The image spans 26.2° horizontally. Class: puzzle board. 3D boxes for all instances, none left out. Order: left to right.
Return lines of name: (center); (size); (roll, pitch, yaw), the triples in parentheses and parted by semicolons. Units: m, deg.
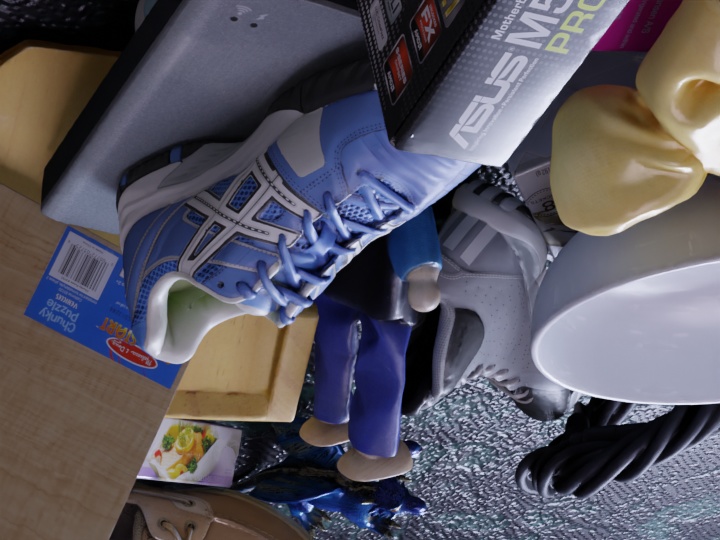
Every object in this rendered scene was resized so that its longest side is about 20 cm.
puzzle board: (-0.177, 0.038, 0.685); (0.199, 0.152, 0.017); (30, 168, -28)

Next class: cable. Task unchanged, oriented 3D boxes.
cable: (0.168, 0.076, 0.915); (0.163, 0.051, 0.200); (-36, -178, -17)

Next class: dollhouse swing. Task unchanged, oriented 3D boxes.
dollhouse swing: (-0.134, -0.019, 0.794); (0.198, 0.177, 0.182); (4, -176, -23)

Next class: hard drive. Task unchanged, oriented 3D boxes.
hard drive: (-0.036, -0.063, 0.644); (0.139, 0.033, 0.200); (13, 151, -25)

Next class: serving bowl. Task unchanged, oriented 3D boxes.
serving bowl: (0.177, 0.002, 0.735); (0.198, 0.066, 0.200); (-3, 157, -1)

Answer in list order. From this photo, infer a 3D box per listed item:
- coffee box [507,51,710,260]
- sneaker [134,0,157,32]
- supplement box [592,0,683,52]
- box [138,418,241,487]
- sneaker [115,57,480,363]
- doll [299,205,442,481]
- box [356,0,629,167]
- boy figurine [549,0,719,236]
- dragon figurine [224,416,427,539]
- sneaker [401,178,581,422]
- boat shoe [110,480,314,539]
coffee box: (0.147, -0.044, 0.806); (0.112, 0.080, 0.200); (-21, 144, 11)
sneaker: (0.009, -0.126, 0.639); (0.198, 0.080, 0.131); (-4, 153, -13)
supplement box: (0.169, -0.157, 0.636); (0.198, 0.102, 0.104); (-1, 143, -17)
box: (-0.140, 0.099, 0.898); (0.041, 0.039, 0.200); (7, 173, 31)
sneaker: (-0.020, -0.020, 0.603); (0.075, 0.078, 0.199); (24, 145, -39)
doll: (0.000, 0.000, 0.787); (0.048, 0.136, 0.202); (-10, 118, -32)
box: (0.044, -0.161, 0.505); (0.044, 0.201, 0.160); (7, 142, -25)
boy figurine: (0.159, -0.078, 0.599); (0.124, 0.065, 0.200); (23, 133, -40)
dragon figurine: (-0.032, 0.132, 1.002); (0.199, 0.059, 0.099); (4, 155, 30)
sneaker: (0.059, 0.049, 0.875); (0.116, 0.075, 0.201); (-47, 141, -20)
boat shoe: (-0.125, 0.171, 0.963); (0.198, 0.065, 0.072); (13, 102, 7)
